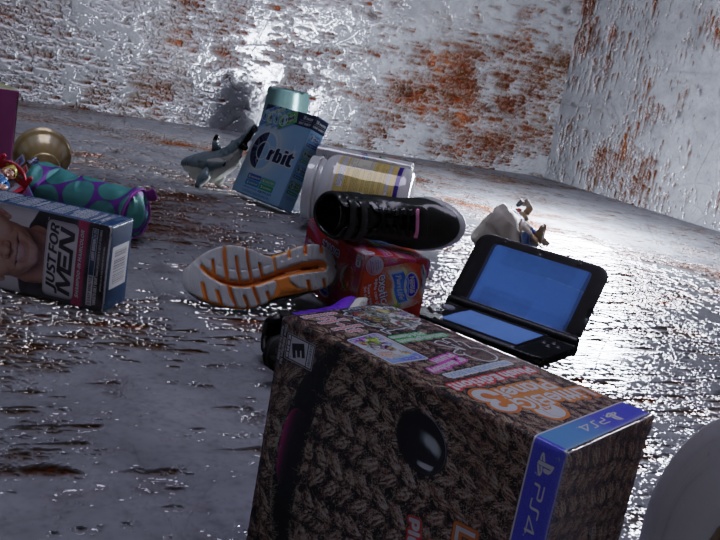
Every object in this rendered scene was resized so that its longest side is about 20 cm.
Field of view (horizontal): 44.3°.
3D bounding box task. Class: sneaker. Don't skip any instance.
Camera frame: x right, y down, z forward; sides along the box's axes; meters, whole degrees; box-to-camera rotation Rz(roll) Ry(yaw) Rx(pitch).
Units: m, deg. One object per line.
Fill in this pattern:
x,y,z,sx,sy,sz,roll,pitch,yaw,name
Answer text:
-0.130,0.012,1.111,0.198,0.079,0.077,-2,-11,-30,sneaker
0.028,-0.060,1.110,0.199,0.071,0.099,12,14,30,sneaker
-0.051,0.064,0.926,0.099,0.070,0.200,10,12,7,sneaker

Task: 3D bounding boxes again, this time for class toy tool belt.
0.303,-0.056,1.711,0.123,0.125,0.199,48,29,16,toy tool belt

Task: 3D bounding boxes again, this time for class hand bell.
-0.547,-0.166,1.540,0.103,0.105,0.200,5,26,-26,hand bell

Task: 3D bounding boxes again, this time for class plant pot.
-0.267,-0.540,3.119,0.198,0.198,0.200,11,13,-3,plant pot

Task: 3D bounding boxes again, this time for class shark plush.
-0.303,-0.250,1.889,0.199,0.084,0.091,-34,-8,37,shark plush

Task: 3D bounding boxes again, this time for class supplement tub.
-0.005,-0.139,1.686,0.198,0.147,0.145,13,13,6,supplement tub

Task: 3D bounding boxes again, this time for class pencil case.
-0.414,-0.108,1.335,0.198,0.086,0.093,16,47,18,pencil case

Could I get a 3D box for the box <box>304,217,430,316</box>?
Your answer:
0.000,0.000,1.188,0.099,0.096,0.200,4,15,-26,box

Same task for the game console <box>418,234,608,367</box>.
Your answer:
0.194,0.033,1.164,0.199,0.117,0.175,18,14,33,game console

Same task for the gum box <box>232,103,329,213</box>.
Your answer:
-0.169,-0.237,1.848,0.169,0.201,0.044,23,0,45,gum box

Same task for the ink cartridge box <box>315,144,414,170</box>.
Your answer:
0.001,-0.165,1.802,0.198,0.146,0.084,12,12,6,ink cartridge box

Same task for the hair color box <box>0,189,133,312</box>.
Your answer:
-0.362,-0.027,0.991,0.198,0.101,0.061,12,14,8,hair color box

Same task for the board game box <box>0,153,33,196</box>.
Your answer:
-0.500,-0.127,1.214,0.158,0.039,0.200,24,26,-53,board game box

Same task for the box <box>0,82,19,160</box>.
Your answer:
-0.650,-0.230,1.467,0.096,0.178,0.199,1,16,-38,box

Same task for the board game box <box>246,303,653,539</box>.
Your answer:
0.042,0.127,0.515,0.199,0.161,0.096,20,17,39,board game box

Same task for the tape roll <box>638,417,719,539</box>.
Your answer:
0.249,0.167,0.420,0.138,0.205,0.203,6,13,-22,tape roll
